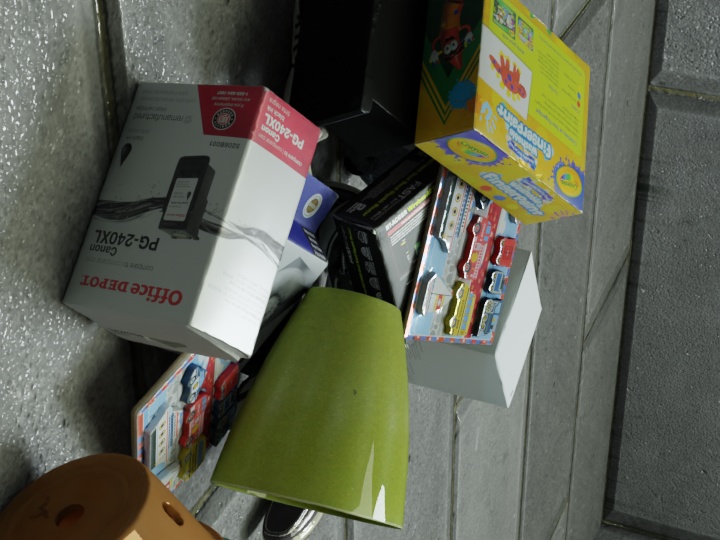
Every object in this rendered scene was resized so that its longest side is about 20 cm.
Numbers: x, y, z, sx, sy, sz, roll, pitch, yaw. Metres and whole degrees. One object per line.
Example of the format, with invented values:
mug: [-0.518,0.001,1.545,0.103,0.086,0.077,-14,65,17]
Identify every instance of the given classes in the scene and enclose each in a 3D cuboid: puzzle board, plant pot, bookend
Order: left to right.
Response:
plant pot: [-0.200,0.241,1.115,0.201,0.198,0.141,-57,135,-45]
puzzle board: [-0.153,0.132,1.284,0.151,0.017,0.201,-51,162,-35]
plant pot: [-0.029,0.124,1.350,0.187,0.185,0.202,41,60,-68]
bookend: [0.035,-0.188,1.380,0.199,0.092,0.201,31,57,-45]
puzzle board: [0.114,-0.024,1.444,0.150,0.017,0.202,6,99,-50]

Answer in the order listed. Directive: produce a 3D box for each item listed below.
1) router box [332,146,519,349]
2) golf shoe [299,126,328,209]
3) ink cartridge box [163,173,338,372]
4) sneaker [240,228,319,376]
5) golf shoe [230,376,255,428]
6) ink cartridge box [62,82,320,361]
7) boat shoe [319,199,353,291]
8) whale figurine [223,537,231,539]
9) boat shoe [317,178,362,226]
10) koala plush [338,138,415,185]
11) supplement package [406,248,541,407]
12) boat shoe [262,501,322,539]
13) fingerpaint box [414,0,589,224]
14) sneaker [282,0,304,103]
router box: [0.070,-0.040,1.451,0.200,0.062,0.151,-40,131,-32]
golf shoe: [-0.092,-0.059,1.361,0.077,0.087,0.202,-8,110,-71]
ink cartridge box: [-0.104,-0.006,1.289,0.201,0.041,0.199,-52,155,4]
sneaker: [-0.076,0.017,1.469,0.083,0.071,0.202,45,59,-68]
golf shoe: [-0.068,0.113,1.461,0.088,0.077,0.201,-25,-147,60]
ink cartridge box: [-0.135,-0.042,1.145,0.083,0.144,0.202,34,68,-51]
boat shoe: [0.000,0.000,1.556,0.072,0.071,0.201,-26,150,-14]
whale figurine: [-0.157,0.360,1.400,0.160,0.103,0.201,82,28,-45]
boat shoe: [-0.020,-0.042,1.587,0.200,0.072,0.062,63,39,-67]
koala plush: [0.044,-0.155,1.551,0.184,0.178,0.199,-50,139,13]
supplement package: [0.109,0.054,1.803,0.152,0.198,0.152,69,38,-57]
boat shoe: [-0.064,0.227,1.635,0.201,0.071,0.065,-58,141,-37]
fingerpaint box: [0.140,-0.161,1.378,0.199,0.073,0.168,29,59,-46]
sneaker: [-0.047,-0.229,1.432,0.080,0.073,0.202,39,59,-52]
